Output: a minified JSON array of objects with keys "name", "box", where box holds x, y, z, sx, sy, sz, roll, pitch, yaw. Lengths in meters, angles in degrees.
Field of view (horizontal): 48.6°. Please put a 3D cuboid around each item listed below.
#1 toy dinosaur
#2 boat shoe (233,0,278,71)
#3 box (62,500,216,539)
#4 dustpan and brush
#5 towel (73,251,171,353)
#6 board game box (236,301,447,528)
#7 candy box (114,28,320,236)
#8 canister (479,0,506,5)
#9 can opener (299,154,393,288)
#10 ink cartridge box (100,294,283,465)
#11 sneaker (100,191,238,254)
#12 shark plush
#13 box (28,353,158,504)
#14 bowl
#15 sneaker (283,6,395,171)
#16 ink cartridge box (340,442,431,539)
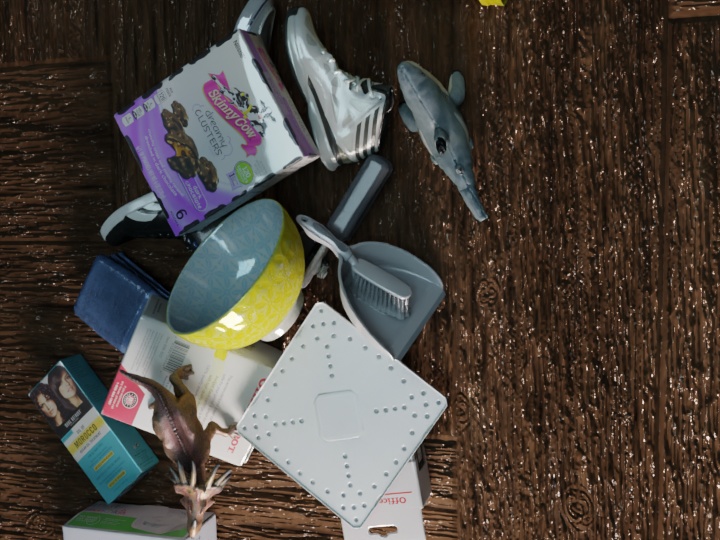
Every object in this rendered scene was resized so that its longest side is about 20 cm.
[{"name":"toy dinosaur","box":[-0.210,0.197,0.939,0.085,0.136,0.202,-27,108,4]},{"name":"boat shoe","box":[-0.138,-0.249,1.023,0.065,0.072,0.204,23,102,9]},{"name":"box","box":[-0.305,0.433,1.125,0.196,0.097,0.181,1,98,18]},{"name":"dustpan and brush","box":[0.000,0.000,0.969,0.198,0.140,0.058,31,142,12]},{"name":"towel","box":[-0.302,0.071,1.114,0.198,0.048,0.113,35,102,10]},{"name":"board game box","box":[-0.024,0.176,0.977,0.199,0.026,0.202,36,100,8]},{"name":"candy box","box":[-0.175,-0.166,0.975,0.198,0.071,0.170,-28,91,17]},{"name":"canister","box":[0.084,-0.400,0.934,0.196,0.086,0.152,12,98,17]},{"name":"can opener","box":[-0.032,-0.064,1.016,0.066,0.053,0.201,38,104,6]},{"name":"ink cartridge box","box":[-0.213,0.144,1.038,0.197,0.084,0.147,25,103,-13]},{"name":"sneaker","box":[-0.254,-0.052,1.074,0.197,0.073,0.114,-28,86,16]},{"name":"shark plush","box":[0.093,-0.150,0.954,0.089,0.083,0.204,-13,91,17]},{"name":"box","box":[-0.386,0.228,1.153,0.082,0.049,0.201,-42,83,16]},{"name":"bowl","box":[-0.132,0.023,0.977,0.199,0.202,0.108,-37,123,17]},{"name":"sneaker","box":[-0.018,-0.237,0.988,0.113,0.076,0.205,-14,100,17]},{"name":"ink cartridge box","box":[0.023,0.241,1.021,0.113,0.067,0.205,-9,92,16]}]
